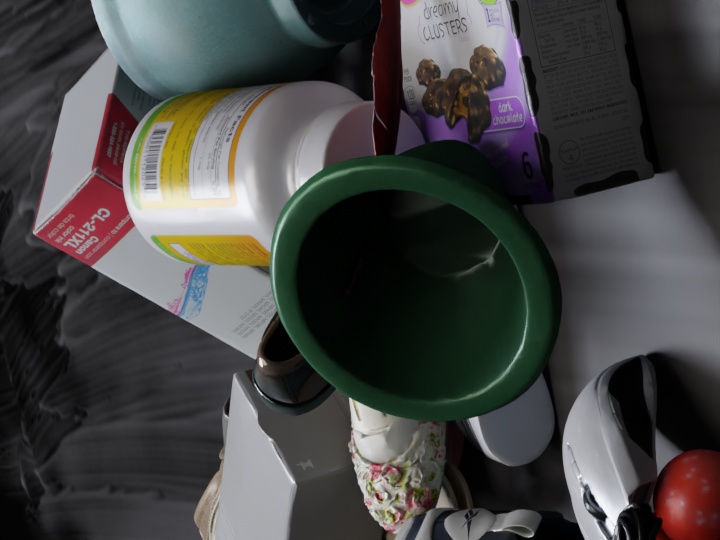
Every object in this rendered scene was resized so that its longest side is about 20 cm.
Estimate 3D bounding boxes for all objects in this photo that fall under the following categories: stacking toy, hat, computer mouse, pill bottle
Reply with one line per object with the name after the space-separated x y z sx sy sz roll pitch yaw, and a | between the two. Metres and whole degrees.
0.173 0.183 1.292 0.086 0.085 0.201 56 146 40 | stacking toy
0.050 -0.045 1.307 0.176 0.165 0.201 -65 -15 -51 | hat
0.133 0.121 1.267 0.201 0.044 0.110 -84 9 -53 | computer mouse
-0.049 -0.058 1.415 0.199 0.111 0.112 1 105 53 | pill bottle

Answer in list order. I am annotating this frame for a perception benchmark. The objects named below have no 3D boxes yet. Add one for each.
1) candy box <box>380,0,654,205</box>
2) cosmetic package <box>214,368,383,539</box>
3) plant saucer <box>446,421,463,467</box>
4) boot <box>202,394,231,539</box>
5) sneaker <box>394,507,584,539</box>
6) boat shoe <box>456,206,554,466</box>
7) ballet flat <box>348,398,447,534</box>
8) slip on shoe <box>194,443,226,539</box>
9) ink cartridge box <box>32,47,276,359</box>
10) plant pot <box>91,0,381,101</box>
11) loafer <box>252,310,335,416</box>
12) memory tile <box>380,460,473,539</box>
0.079 -0.140 1.317 0.168 0.071 0.201 -1 103 67 | candy box
-0.041 0.161 1.604 0.107 0.090 0.201 59 150 35 | cosmetic package
0.017 0.083 1.634 0.201 0.051 0.202 46 143 51 | plant saucer
-0.095 0.180 1.813 0.073 0.181 0.201 42 148 25 | boot
0.121 0.218 1.429 0.129 0.080 0.200 -19 113 38 | sneaker
0.069 0.023 1.455 0.068 0.071 0.201 14 123 64 | boat shoe
0.020 0.068 1.491 0.075 0.064 0.201 -12 60 30 | ballet flat
-0.077 0.141 1.703 0.061 0.076 0.201 48 139 31 | slip on shoe
-0.109 -0.047 1.580 0.083 0.199 0.146 -40 29 36 | ink cartridge box
-0.062 -0.205 1.496 0.134 0.200 0.202 4 110 39 | plant pot
0.000 0.000 1.455 0.072 0.201 0.063 29 163 18 | loafer
0.028 0.172 1.576 0.154 0.017 0.201 56 151 39 | memory tile
